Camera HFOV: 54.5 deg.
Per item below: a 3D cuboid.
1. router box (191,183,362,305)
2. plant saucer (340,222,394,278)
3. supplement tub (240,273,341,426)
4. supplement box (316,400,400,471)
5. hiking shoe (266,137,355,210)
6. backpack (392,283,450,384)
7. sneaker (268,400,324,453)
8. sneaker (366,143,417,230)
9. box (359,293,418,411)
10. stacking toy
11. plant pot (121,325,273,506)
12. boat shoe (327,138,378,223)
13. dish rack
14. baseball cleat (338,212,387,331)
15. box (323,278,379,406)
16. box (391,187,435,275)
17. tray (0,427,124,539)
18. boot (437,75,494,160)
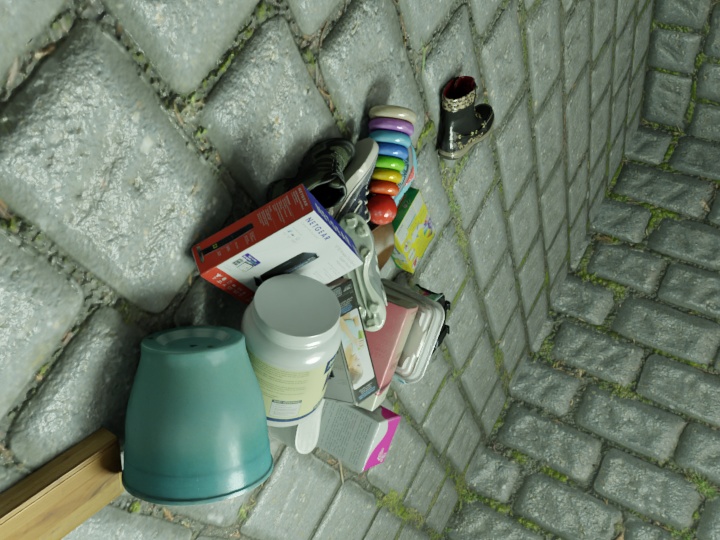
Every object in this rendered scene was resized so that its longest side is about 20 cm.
[{"bbox_3d":[-0.113,-0.021,1.011,0.179,0.049,0.200,-29,153,9],"label":"router box"},{"bbox_3d":[0.002,-0.003,1.284,0.200,0.037,0.200,-46,170,-10],"label":"plant saucer"},{"bbox_3d":[-0.109,0.118,1.031,0.145,0.145,0.200,-40,156,-44],"label":"supplement tub"},{"bbox_3d":[-0.041,0.279,1.316,0.101,0.200,0.104,10,101,-63],"label":"supplement box"},{"bbox_3d":[-0.052,-0.135,1.091,0.200,0.101,0.076,-49,147,-34],"label":"hiking shoe"},{"bbox_3d":[0.097,0.141,1.529,0.200,0.150,0.178,-53,151,-45],"label":"backpack"},{"bbox_3d":[-0.115,0.213,1.250,0.074,0.115,0.200,21,80,-40],"label":"sneaker"},{"bbox_3d":[0.039,-0.157,1.275,0.095,0.079,0.200,14,97,-62],"label":"sneaker"},{"bbox_3d":[0.019,0.141,1.302,0.128,0.109,0.200,-3,113,-77],"label":"box"},{"bbox_3d":[0.048,-0.179,1.214,0.085,0.085,0.201,7,88,-63],"label":"stacking toy"},{"bbox_3d":[-0.217,0.178,0.931,0.200,0.200,0.188,-16,109,-58],"label":"plant pot"},{"bbox_3d":[-0.014,-0.120,1.184,0.093,0.075,0.200,38,83,-38],"label":"boat shoe"},{"bbox_3d":[0.061,0.116,1.402,0.044,0.200,0.172,16,96,-50],"label":"dish rack"},{"bbox_3d":[0.000,0.000,1.167,0.106,0.070,0.200,-62,144,-78],"label":"baseball cleat"},{"bbox_3d":[-0.049,0.115,1.152,0.060,0.116,0.200,-26,108,-42],"label":"box"},{"bbox_3d":[0.105,-0.080,1.496,0.117,0.048,0.200,-60,150,-17],"label":"box"},{"bbox_3d":[-0.384,0.291,0.863,0.200,0.037,0.099,-35,139,-49],"label":"tray"},{"bbox_3d":[0.232,-0.347,1.509,0.200,0.073,0.151,-43,145,-31],"label":"boot"}]
